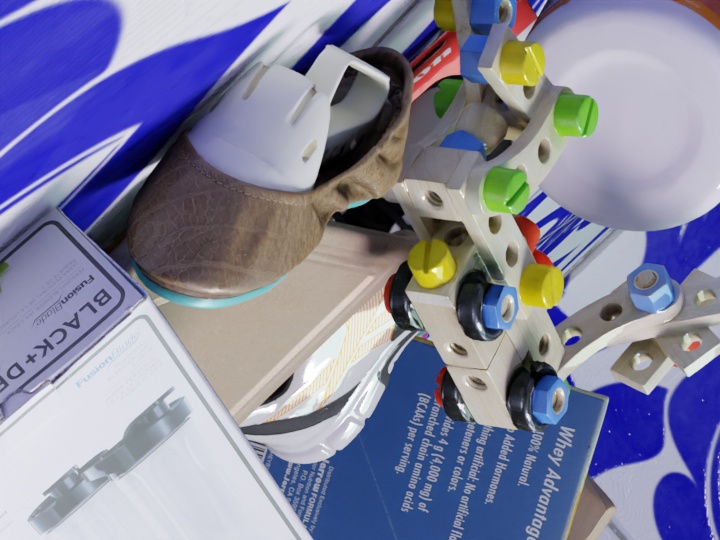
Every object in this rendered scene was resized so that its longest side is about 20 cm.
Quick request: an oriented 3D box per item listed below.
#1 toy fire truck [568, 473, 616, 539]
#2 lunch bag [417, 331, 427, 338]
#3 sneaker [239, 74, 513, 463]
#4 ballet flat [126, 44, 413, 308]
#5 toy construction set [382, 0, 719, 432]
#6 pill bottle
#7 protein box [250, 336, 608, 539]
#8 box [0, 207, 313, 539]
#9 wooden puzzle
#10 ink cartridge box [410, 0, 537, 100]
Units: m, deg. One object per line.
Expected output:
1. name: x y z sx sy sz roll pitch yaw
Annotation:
1. toy fire truck: 0.027 0.165 1.642 0.200 0.176 0.129 -35 169 -13
2. lunch bag: -0.060 0.078 1.677 0.200 0.077 0.160 -44 174 19
3. sneaker: 0.000 0.000 1.344 0.080 0.074 0.201 16 110 -54
4. ballet flat: -0.026 -0.046 1.116 0.200 0.068 0.073 -31 148 -63
5. toy construction set: 0.072 -0.011 1.259 0.092 0.200 0.132 -5 -133 44
6. pill bottle: 0.141 -0.109 1.375 0.112 0.112 0.200 -45 -173 32
7. protein box: 0.000 0.130 1.504 0.135 0.199 0.200 60 47 -84
8. box: -0.098 0.082 1.083 0.117 0.060 0.200 -41 142 -8
9. wooden puzzle: -0.086 0.034 1.231 0.185 0.037 0.200 -44 158 21
10. ink cartridge box: 0.031 -0.060 1.426 0.161 0.050 0.200 -42 176 -2
